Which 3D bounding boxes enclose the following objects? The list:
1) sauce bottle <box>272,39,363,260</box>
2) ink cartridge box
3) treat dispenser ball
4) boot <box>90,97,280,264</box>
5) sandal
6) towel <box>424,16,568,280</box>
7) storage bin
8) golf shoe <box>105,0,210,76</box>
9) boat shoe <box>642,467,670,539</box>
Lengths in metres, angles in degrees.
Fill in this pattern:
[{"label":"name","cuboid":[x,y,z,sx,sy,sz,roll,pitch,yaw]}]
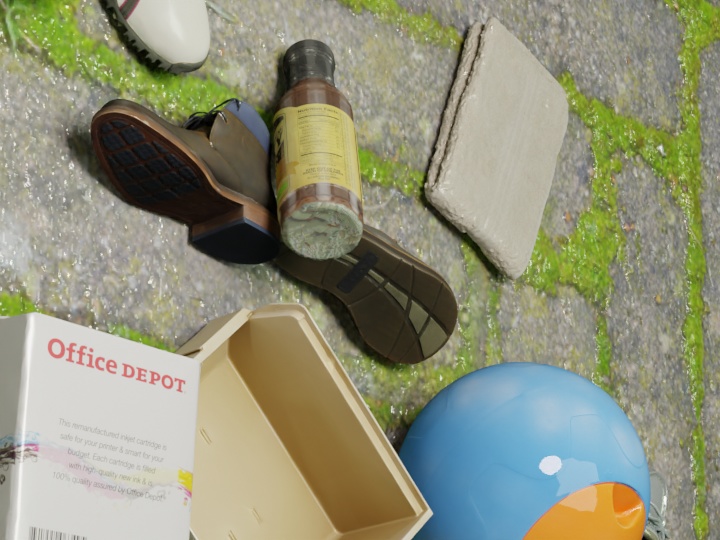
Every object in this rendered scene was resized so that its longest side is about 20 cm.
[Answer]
[{"label":"sauce bottle","cuboid":[-0.033,-0.095,1.579,0.065,0.065,0.201,44,27,-35]},{"label":"ink cartridge box","cuboid":[-0.202,0.144,1.294,0.146,0.146,0.201,20,66,-46]},{"label":"treat dispenser ball","cuboid":[0.125,0.172,1.639,0.200,0.200,0.202,15,70,-48]},{"label":"boot","cuboid":[-0.124,-0.090,1.513,0.200,0.074,0.097,44,40,-47]},{"label":"sandal","cuboid":[0.000,0.000,1.645,0.200,0.082,0.055,34,22,-29]},{"label":"towel","cuboid":[0.119,-0.109,1.830,0.132,0.034,0.201,42,53,-35]},{"label":"storage bin","cuboid":[-0.078,0.152,1.469,0.200,0.094,0.199,-43,107,-46]},{"label":"golf shoe","cuboid":[-0.143,-0.238,1.504,0.077,0.088,0.201,-33,108,-50]},{"label":"boat shoe","cuboid":[0.238,0.257,1.861,0.075,0.065,0.202,54,45,-27]}]
